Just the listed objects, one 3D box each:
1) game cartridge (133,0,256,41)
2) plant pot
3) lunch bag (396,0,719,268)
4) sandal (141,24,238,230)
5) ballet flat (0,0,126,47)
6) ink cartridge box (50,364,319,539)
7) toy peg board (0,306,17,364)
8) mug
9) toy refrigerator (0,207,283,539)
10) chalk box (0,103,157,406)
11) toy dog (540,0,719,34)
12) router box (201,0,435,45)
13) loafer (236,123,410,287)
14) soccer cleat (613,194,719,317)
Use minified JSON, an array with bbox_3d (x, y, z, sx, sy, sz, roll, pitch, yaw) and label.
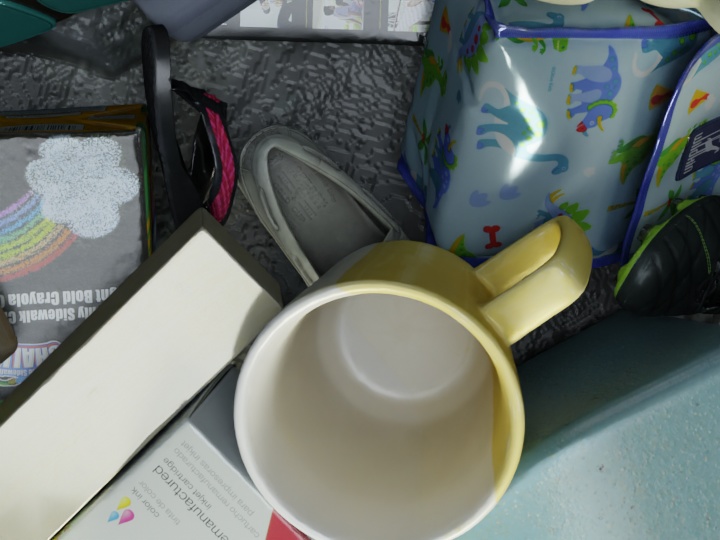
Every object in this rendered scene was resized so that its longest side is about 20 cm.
[{"bbox_3d":[-0.107,-0.238,1.507,0.133,0.041,0.201,-31,83,33],"label":"game cartridge"},{"bbox_3d":[0.126,0.152,1.511,0.199,0.196,0.197,-20,99,-15],"label":"plant pot"},{"bbox_3d":[0.137,-0.092,1.512,0.199,0.128,0.171,0,130,-18],"label":"lunch bag"},{"bbox_3d":[-0.090,-0.056,1.539,0.045,0.075,0.201,-13,123,-2],"label":"sandal"},{"bbox_3d":[-0.180,-0.171,1.519,0.199,0.067,0.063,-11,67,34],"label":"ballet flat"},{"bbox_3d":[-0.096,0.176,1.478,0.146,0.083,0.200,45,115,-3],"label":"ink cartridge box"},{"bbox_3d":[-0.322,0.013,1.479,0.199,0.098,0.201,-37,77,33],"label":"toy peg board"},{"bbox_3d":[0.036,0.053,1.440,0.185,0.153,0.150,-3,107,9],"label":"mug"},{"bbox_3d":[-0.132,0.064,1.451,0.200,0.076,0.070,-45,100,4],"label":"toy refrigerator"},{"bbox_3d":[-0.177,0.013,1.541,0.124,0.124,0.201,-2,100,-3],"label":"chalk box"},{"bbox_3d":[0.100,-0.214,1.410,0.199,0.194,0.140,4,114,-10],"label":"toy dog"},{"bbox_3d":[-0.016,-0.231,1.542,0.148,0.051,0.201,2,100,-2],"label":"router box"},{"bbox_3d":[0.000,0.000,1.568,0.070,0.070,0.200,-43,99,-2],"label":"loafer"},{"bbox_3d":[0.219,-0.003,1.521,0.081,0.199,0.068,42,123,26],"label":"soccer cleat"}]
